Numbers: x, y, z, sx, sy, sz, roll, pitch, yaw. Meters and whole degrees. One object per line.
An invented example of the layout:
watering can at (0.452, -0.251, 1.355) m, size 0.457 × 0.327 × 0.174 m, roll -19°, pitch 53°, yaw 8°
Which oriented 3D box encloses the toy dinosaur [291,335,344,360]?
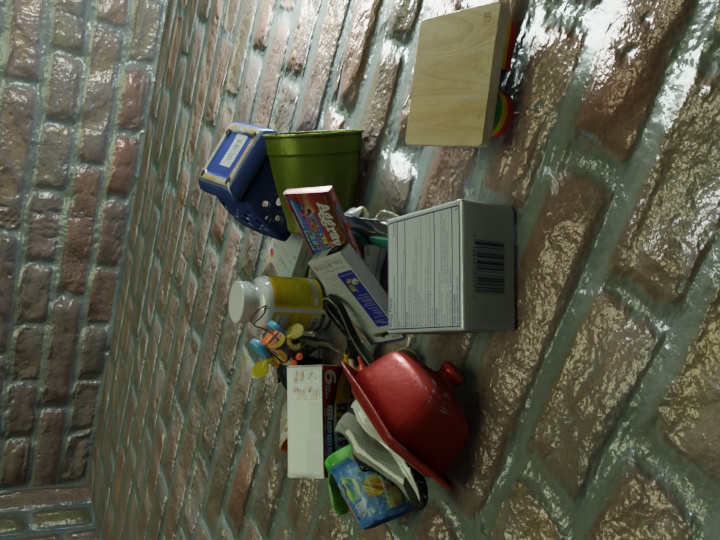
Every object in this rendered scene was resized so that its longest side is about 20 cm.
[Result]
toy dinosaur at (-0.118, 0.160, 1.536) m, size 0.199 × 0.087 × 0.048 m, roll 1°, pitch 98°, yaw 60°

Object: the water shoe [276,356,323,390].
water shoe at (-0.129, 0.226, 1.574) m, size 0.199 × 0.070 × 0.080 m, roll -172°, pitch 83°, yaw -67°

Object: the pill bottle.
pill bottle at (-0.167, 0.069, 1.521) m, size 0.112 × 0.198 × 0.114 m, roll -12°, pitch 76°, yaw 58°

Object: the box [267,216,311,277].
box at (-0.149, -0.081, 1.664) m, size 0.156 × 0.041 × 0.202 m, roll 54°, pitch 131°, yaw 49°

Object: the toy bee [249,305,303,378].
toy bee at (-0.164, 0.157, 1.422) m, size 0.108 × 0.200 × 0.131 m, roll 39°, pitch 90°, yaw 13°

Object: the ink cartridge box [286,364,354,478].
ink cartridge box at (-0.062, 0.285, 1.401) m, size 0.083 × 0.175 × 0.203 m, roll -6°, pitch 80°, yaw 26°

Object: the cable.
cable at (-0.018, 0.140, 1.328) m, size 0.097 × 0.050 × 0.202 m, roll 19°, pitch 140°, yaw 51°

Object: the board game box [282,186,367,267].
board game box at (-0.056, -0.057, 1.285) m, size 0.102 × 0.020 × 0.202 m, roll 0°, pitch 128°, yaw 35°

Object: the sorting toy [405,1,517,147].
sorting toy at (0.162, -0.289, 1.126) m, size 0.199 × 0.069 × 0.202 m, roll 17°, pitch 102°, yaw 59°

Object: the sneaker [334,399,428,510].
sneaker at (0.035, 0.299, 1.157) m, size 0.079 × 0.074 × 0.200 m, roll -42°, pitch 61°, yaw 0°

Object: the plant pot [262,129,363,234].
plant pot at (-0.087, -0.176, 1.448) m, size 0.200 × 0.198 × 0.196 m, roll 19°, pitch 115°, yaw 59°

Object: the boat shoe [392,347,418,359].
boat shoe at (0.035, 0.210, 1.285) m, size 0.203 × 0.074 × 0.075 m, roll -54°, pitch 2°, yaw 18°

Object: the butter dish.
butter dish at (0.094, 0.200, 1.117) m, size 0.148 × 0.200 × 0.200 m, roll -42°, pitch 40°, yaw 2°

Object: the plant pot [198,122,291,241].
plant pot at (-0.222, -0.206, 1.586) m, size 0.199 × 0.179 × 0.202 m, roll 23°, pitch 80°, yaw 50°

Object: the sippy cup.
sippy cup at (0.023, 0.361, 1.244) m, size 0.178 × 0.138 × 0.132 m, roll 108°, pitch 141°, yaw -61°

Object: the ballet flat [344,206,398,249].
ballet flat at (0.018, -0.076, 1.292) m, size 0.197 × 0.073 × 0.074 m, roll 10°, pitch 96°, yaw 27°

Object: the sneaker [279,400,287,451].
sneaker at (-0.135, 0.297, 1.570) m, size 0.201 × 0.075 × 0.093 m, roll -62°, pitch 34°, yaw 33°

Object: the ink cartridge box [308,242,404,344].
ink cartridge box at (-0.001, 0.045, 1.298) m, size 0.094 × 0.037 × 0.201 m, roll -16°, pitch 116°, yaw 47°

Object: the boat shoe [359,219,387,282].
boat shoe at (0.000, 0.000, 1.370) m, size 0.071 × 0.069 × 0.203 m, roll 40°, pitch 120°, yaw 54°

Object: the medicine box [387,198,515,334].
medicine box at (0.132, 0.003, 1.111) m, size 0.199 × 0.102 × 0.185 m, roll -10°, pitch 78°, yaw 59°
